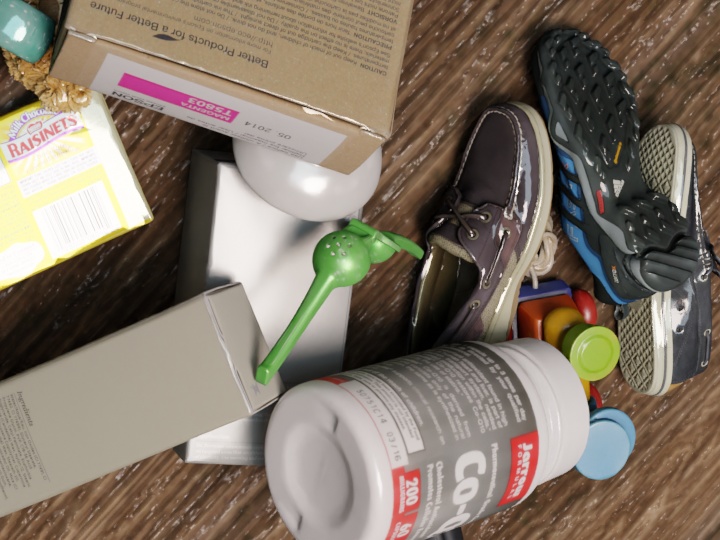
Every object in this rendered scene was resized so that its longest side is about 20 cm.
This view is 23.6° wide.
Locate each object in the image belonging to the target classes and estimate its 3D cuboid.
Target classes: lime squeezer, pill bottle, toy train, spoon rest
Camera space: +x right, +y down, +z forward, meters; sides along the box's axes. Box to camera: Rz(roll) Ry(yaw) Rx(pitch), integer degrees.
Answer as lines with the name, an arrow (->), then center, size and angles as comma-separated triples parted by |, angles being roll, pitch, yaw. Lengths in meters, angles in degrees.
lime squeezer -> 0.000, 0.000, 1.086 | 0.200, 0.037, 0.071 | -39, 133, -51
pill bottle -> 0.048, 0.109, 1.103 | 0.199, 0.113, 0.115 | -12, 106, -40
toy train -> 0.140, 0.040, 1.198 | 0.084, 0.116, 0.202 | -9, 104, -17
spoon rest -> -0.017, -0.118, 1.113 | 0.099, 0.061, 0.201 | 25, 63, -8

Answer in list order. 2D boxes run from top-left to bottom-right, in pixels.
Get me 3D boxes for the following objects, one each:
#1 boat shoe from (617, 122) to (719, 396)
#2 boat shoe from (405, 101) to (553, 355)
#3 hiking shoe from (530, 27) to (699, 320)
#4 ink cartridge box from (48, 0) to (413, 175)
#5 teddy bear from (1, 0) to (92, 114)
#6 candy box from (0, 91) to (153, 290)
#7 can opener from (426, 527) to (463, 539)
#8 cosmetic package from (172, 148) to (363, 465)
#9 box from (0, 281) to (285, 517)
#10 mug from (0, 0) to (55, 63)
boat shoe -> 0.225, -0.009, 1.244 | 0.062, 0.075, 0.202 | -9, 108, -23
boat shoe -> 0.077, -0.018, 1.184 | 0.064, 0.072, 0.202 | 3, 106, -42
hiking shoe -> 0.156, -0.068, 1.198 | 0.074, 0.087, 0.202 | -13, 77, -33
ink cartridge box -> -0.070, -0.168, 1.029 | 0.198, 0.075, 0.166 | 18, 69, -15
teddy bear -> -0.133, -0.179, 1.081 | 0.198, 0.067, 0.146 | -10, 93, -16
candy box -> -0.242, -0.038, 1.100 | 0.199, 0.026, 0.103 | -25, 104, -13
can opener -> 0.043, 0.159, 1.228 | 0.063, 0.078, 0.201 | -45, 121, -48
cosmetic package -> -0.066, 0.024, 1.143 | 0.106, 0.090, 0.202 | 6, 96, -20
box -> -0.154, 0.081, 1.076 | 0.199, 0.068, 0.083 | -22, 90, 18
mug -> -0.284, -0.178, 1.004 | 0.151, 0.114, 0.186 | -30, 104, -8
